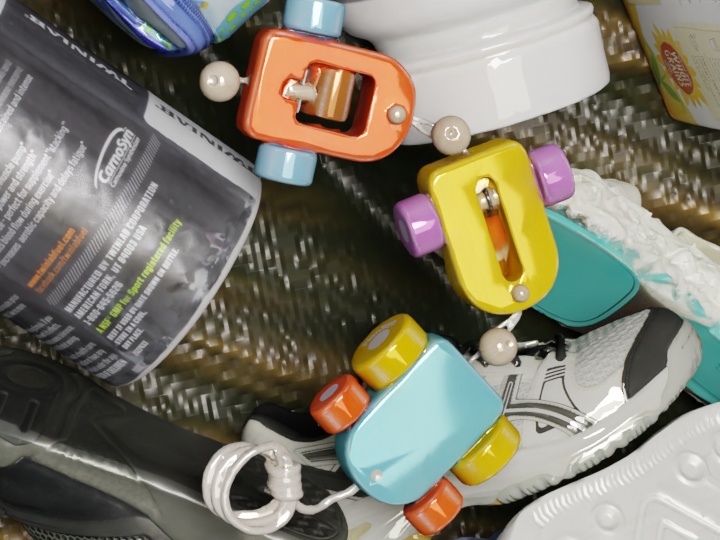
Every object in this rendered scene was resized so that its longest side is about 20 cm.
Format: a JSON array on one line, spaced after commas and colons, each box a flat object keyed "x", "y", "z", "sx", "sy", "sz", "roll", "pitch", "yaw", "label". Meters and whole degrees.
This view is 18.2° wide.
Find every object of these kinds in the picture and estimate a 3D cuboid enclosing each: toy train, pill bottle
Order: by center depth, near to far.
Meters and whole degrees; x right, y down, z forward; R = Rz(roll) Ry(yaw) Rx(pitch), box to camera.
[{"x": 0.000, "y": 0.000, "z": 0.859, "sx": 0.149, "sy": 0.056, "sz": 0.201, "roll": 6, "pitch": 96, "yaw": -15, "label": "toy train"}, {"x": -0.145, "y": -0.050, "z": 0.863, "sx": 0.200, "sy": 0.106, "sz": 0.106, "roll": 35, "pitch": 88, "yaw": -17, "label": "pill bottle"}, {"x": 0.030, "y": -0.159, "z": 0.891, "sx": 0.113, "sy": 0.114, "sz": 0.201, "roll": -18, "pitch": 102, "yaw": -12, "label": "pill bottle"}]

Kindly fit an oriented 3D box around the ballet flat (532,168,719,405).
[{"x": 0.120, "y": 0.001, "z": 0.969, "sx": 0.200, "sy": 0.072, "sz": 0.072, "roll": 33, "pitch": 89, "yaw": -20, "label": "ballet flat"}]

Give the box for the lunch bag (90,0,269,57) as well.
[{"x": -0.108, "y": -0.171, "z": 0.827, "sx": 0.082, "sy": 0.161, "sz": 0.200, "roll": -42, "pitch": 107, "yaw": -6, "label": "lunch bag"}]

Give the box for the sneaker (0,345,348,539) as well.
[{"x": -0.115, "y": 0.106, "z": 0.907, "sx": 0.199, "sy": 0.076, "sz": 0.115, "roll": 25, "pitch": 112, "yaw": -3, "label": "sneaker"}]

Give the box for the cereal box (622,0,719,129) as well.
[{"x": 0.147, "y": -0.122, "z": 0.881, "sx": 0.039, "sy": 0.200, "sz": 0.144, "roll": -26, "pitch": 104, "yaw": -9, "label": "cereal box"}]

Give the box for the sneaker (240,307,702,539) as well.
[{"x": 0.041, "y": 0.054, "z": 0.927, "sx": 0.199, "sy": 0.076, "sz": 0.088, "roll": -27, "pitch": 94, "yaw": 6, "label": "sneaker"}]

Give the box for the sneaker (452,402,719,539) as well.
[{"x": 0.120, "y": 0.132, "z": 0.967, "sx": 0.199, "sy": 0.147, "sz": 0.081, "roll": -16, "pitch": 64, "yaw": -26, "label": "sneaker"}]
